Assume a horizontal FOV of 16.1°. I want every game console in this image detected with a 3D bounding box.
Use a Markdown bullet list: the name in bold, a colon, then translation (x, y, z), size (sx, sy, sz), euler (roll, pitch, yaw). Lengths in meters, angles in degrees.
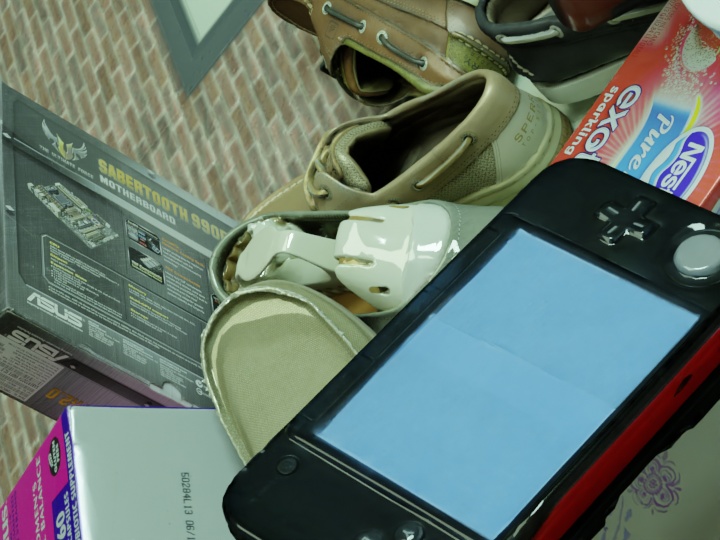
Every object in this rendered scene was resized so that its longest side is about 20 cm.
- **game console**: translation (0.060, 0.020, 0.830), size (0.172, 0.119, 0.200), euler (28, 61, 37)

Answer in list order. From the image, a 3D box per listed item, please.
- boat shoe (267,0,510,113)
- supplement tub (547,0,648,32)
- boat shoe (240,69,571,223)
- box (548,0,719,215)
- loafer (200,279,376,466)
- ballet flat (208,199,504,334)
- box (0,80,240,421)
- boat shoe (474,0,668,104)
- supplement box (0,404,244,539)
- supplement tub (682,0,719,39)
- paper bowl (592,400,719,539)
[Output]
- **boat shoe**: translation (0.004, -0.122, 1.302), size (0.200, 0.072, 0.068), euler (16, 79, 57)
- **supplement tub**: translation (0.150, -0.185, 1.040), size (0.200, 0.107, 0.107), euler (-27, 40, 4)
- **boat shoe**: translation (0.006, -0.047, 1.230), size (0.200, 0.064, 0.071), euler (-25, 45, 34)
- **box**: translation (0.133, -0.014, 0.990), size (0.200, 0.095, 0.100), euler (-53, 32, -6)
- **loafer**: translation (-0.011, 0.074, 1.058), size (0.076, 0.068, 0.200), euler (-43, 55, 10)
- **ballet flat**: translation (0.000, 0.000, 1.130), size (0.200, 0.064, 0.068), euler (-6, 62, 53)
- **box**: translation (-0.112, 0.016, 1.245), size (0.048, 0.200, 0.159), euler (-40, 39, 26)
- **boat shoe**: translation (0.137, -0.139, 1.133), size (0.200, 0.060, 0.074), euler (-23, 43, 42)
- **supplement box**: translation (-0.110, 0.148, 1.172), size (0.200, 0.103, 0.101), euler (126, 140, -54)
- **supplement tub**: translation (0.216, -0.091, 0.860), size (0.140, 0.200, 0.141), euler (-34, 42, 37)
- **paper bowl**: translation (0.151, 0.108, 0.857), size (0.200, 0.104, 0.201), euler (-19, 36, 14)
